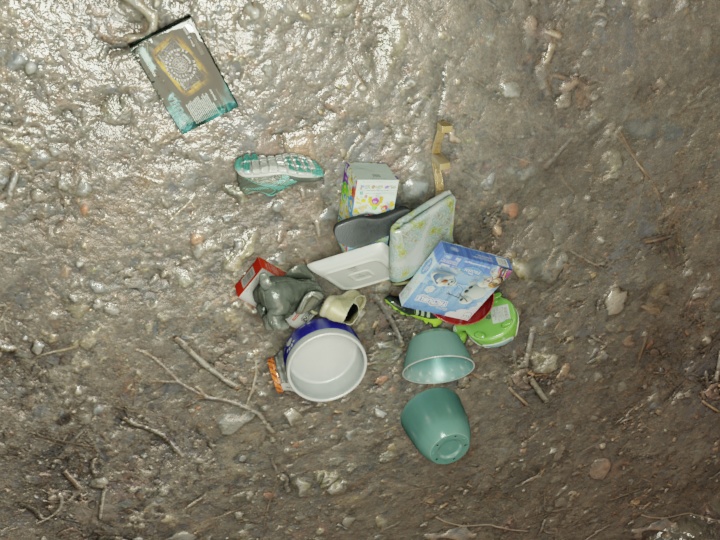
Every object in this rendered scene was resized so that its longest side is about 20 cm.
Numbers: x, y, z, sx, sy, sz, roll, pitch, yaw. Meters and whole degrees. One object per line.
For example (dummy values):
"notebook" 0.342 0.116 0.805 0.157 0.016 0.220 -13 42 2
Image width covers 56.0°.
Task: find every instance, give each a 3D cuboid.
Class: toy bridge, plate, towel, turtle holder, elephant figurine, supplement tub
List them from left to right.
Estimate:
"elephant figurine" -0.144 0.055 1.601 0.200 0.155 0.142 -17 90 -23
"supplement tub" -0.137 0.246 1.784 0.200 0.123 0.123 -19 125 -7
"plate" 0.000 0.000 1.637 0.199 0.032 0.200 -16 158 18
"towel" 0.144 -0.080 1.586 0.200 0.048 0.171 -34 142 -26
"toy bridge" 0.190 -0.260 1.604 0.027 0.067 0.200 -11 126 -12
"turtle holder" 0.355 0.161 1.887 0.185 0.141 0.132 -40 141 0

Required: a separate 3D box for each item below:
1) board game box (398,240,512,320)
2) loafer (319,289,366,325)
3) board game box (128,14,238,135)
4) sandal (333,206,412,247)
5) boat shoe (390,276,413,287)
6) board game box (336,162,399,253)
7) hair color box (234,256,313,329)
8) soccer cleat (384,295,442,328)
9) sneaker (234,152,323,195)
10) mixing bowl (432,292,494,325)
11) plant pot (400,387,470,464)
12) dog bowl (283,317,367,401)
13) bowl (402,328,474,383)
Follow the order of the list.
"board game box" 0.227 0.030 1.623 0.200 0.043 0.199 13 134 -25
"loafer" -0.032 0.097 1.655 0.076 0.068 0.200 -62 161 17
"board game box" -0.352 -0.390 1.363 0.135 0.028 0.200 -26 126 -1
"sandal" 0.026 -0.102 1.542 0.200 0.043 0.076 -13 126 -25
"boat shoe" 0.169 0.014 1.686 0.201 0.072 0.066 -18 124 33
"board game box" 0.012 -0.143 1.597 0.105 0.103 0.200 -2 121 -19
"hair color box" -0.200 0.061 1.682 0.200 0.061 0.102 33 105 -32
"soccer cleat" 0.151 0.091 1.824 0.200 0.068 0.081 22 100 -33
"sneaker" -0.184 -0.210 1.520 0.199 0.078 0.091 0 137 -15
"mixing bowl" 0.261 0.030 1.765 0.200 0.108 0.201 12 124 18
"plant pot" 0.239 0.481 2.037 0.200 0.161 0.201 -8 123 -13
"dog bowl" -0.088 0.220 1.669 0.200 0.079 0.201 -7 118 -13
"bowl" 0.209 0.231 1.876 0.200 0.105 0.201 -5 150 -3
